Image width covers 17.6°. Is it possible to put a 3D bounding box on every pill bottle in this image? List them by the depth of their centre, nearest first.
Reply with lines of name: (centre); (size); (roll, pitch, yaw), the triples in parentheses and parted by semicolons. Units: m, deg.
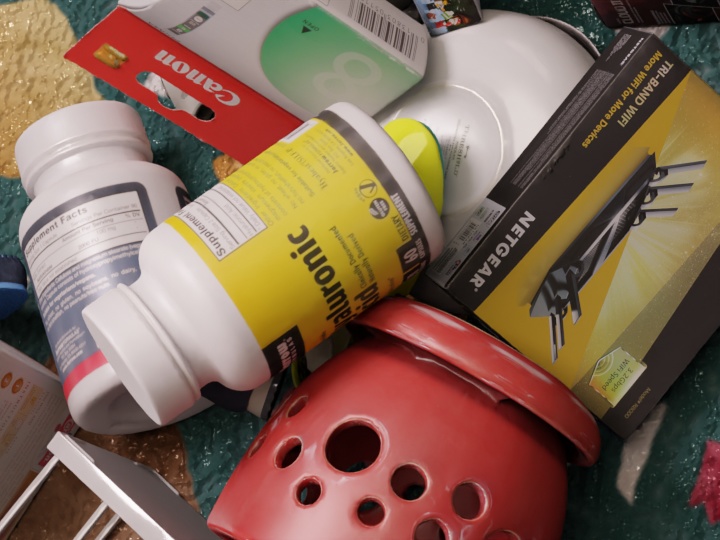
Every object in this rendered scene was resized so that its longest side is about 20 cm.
pill bottle: (-0.059, 0.000, 1.357); (0.200, 0.111, 0.111); (-35, 66, -11)
pill bottle: (-0.160, -0.004, 1.547); (0.119, 0.120, 0.201); (-24, 68, 11)

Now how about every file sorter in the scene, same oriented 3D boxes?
file sorter: (-0.131, 0.221, 1.464); (0.200, 0.139, 0.125); (39, 92, 24)

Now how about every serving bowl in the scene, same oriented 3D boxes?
serving bowl: (0.066, -0.073, 1.494); (0.199, 0.066, 0.201); (-3, 84, 28)

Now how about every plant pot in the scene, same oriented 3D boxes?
plant pot: (0.035, 0.127, 1.400); (0.200, 0.200, 0.183); (27, 82, 24)

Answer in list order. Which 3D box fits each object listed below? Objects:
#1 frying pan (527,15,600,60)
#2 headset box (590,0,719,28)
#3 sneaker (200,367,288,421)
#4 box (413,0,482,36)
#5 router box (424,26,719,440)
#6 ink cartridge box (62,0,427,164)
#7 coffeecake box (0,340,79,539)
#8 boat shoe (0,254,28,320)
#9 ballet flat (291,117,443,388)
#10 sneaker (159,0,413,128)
frying pan: (0.139, -0.087, 1.511); (0.190, 0.031, 0.115); (38, 99, 21)
headset box: (0.229, -0.241, 1.506); (0.199, 0.075, 0.149); (-1, 75, 18)
sneaker: (-0.075, 0.012, 1.478); (0.082, 0.200, 0.070); (16, 122, -3)
box: (0.033, -0.268, 1.508); (0.038, 0.137, 0.201); (-16, 45, 13)
router box: (0.162, -0.023, 1.430); (0.157, 0.052, 0.200); (39, 90, -18)
ink cartridge box: (-0.078, -0.133, 1.491); (0.200, 0.161, 0.050); (-35, 34, 40)
coffeecake box: (-0.278, 0.111, 1.510); (0.073, 0.200, 0.154); (31, 86, 24)
boat shoe: (-0.305, 0.009, 1.587); (0.199, 0.084, 0.069); (-14, 70, 36)
ballet flat: (0.000, 0.000, 1.467); (0.067, 0.067, 0.201); (33, 123, 24)
sneaker: (-0.044, -0.146, 1.575); (0.199, 0.074, 0.089); (-13, 93, 28)
